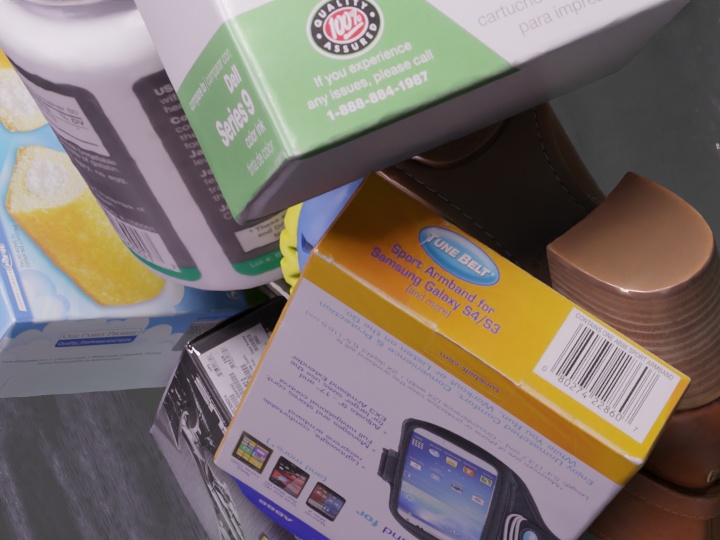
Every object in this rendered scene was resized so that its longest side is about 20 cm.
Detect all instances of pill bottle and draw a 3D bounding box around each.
[{"bbox_3d":[-0.069,-0.090,0.988,0.113,0.113,0.200,54,174,37],"label":"pill bottle"}]

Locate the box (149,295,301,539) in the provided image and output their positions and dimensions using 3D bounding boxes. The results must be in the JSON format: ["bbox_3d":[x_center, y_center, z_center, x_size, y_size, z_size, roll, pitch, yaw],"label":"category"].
[{"bbox_3d":[-0.013,0.123,1.140,0.200,0.048,0.158,60,163,8],"label":"box"}]

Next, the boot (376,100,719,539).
[{"bbox_3d":[0.059,0.005,0.944,0.200,0.077,0.155,35,153,35],"label":"boot"}]

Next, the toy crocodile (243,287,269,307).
[{"bbox_3d":[-0.045,-0.037,1.210,0.062,0.067,0.200,102,144,-67],"label":"toy crocodile"}]

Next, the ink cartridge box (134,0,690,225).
[{"bbox_3d":[-0.008,-0.137,0.833,0.200,0.145,0.088,65,163,7],"label":"ink cartridge box"}]

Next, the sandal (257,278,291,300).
[{"bbox_3d":[0.001,0.000,1.142,0.201,0.080,0.057,59,141,12],"label":"sandal"}]

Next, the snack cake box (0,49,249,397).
[{"bbox_3d":[-0.138,-0.047,1.173,0.067,0.115,0.200,-50,54,45],"label":"snack cake box"}]

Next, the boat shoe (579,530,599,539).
[{"bbox_3d":[0.107,0.165,1.010,0.075,0.068,0.200,-1,109,70],"label":"boat shoe"}]

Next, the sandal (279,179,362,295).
[{"bbox_3d":[0.039,0.034,1.029,0.087,0.079,0.200,38,164,51],"label":"sandal"}]

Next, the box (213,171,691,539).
[{"bbox_3d":[0.022,0.055,0.909,0.119,0.041,0.200,33,154,3],"label":"box"}]
